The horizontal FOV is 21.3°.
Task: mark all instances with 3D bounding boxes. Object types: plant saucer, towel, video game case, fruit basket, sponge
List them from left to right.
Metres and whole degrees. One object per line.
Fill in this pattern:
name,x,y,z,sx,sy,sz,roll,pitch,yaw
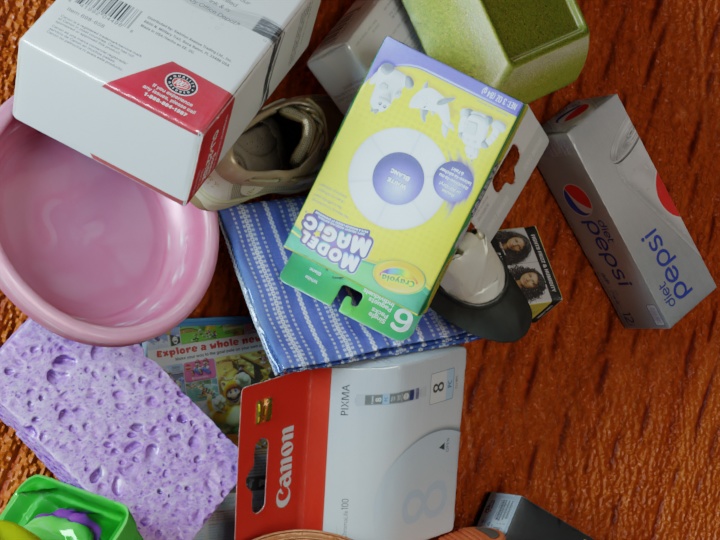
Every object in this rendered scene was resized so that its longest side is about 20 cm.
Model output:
fruit basket,-0.246,0.230,1.306,0.215,0.155,0.216,-8,102,-42
plant saucer,-0.198,-0.038,1.380,0.200,0.051,0.201,15,64,-33
sponge,-0.180,0.113,1.395,0.200,0.030,0.112,48,59,-11
video game case,-0.104,0.136,1.474,0.143,0.018,0.200,-2,90,-30
towel,0.000,0.000,1.473,0.200,0.024,0.145,-10,67,-31
plant saucer,0.107,-0.231,1.533,0.200,0.048,0.200,-29,95,-52

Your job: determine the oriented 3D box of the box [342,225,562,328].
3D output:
box,0.061,0.013,1.542,0.200,0.050,0.075,-6,67,-29

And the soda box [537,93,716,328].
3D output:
soda box,0.225,-0.049,1.644,0.068,0.063,0.200,-37,107,-26

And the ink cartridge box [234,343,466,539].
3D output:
ink cartridge box,-0.006,0.146,1.469,0.200,0.047,0.160,-14,116,-42

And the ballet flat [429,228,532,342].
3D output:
ballet flat,0.053,-0.018,1.455,0.200,0.068,0.068,37,65,1

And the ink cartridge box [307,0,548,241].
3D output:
ink cartridge box,0.059,-0.135,1.521,0.200,0.047,0.160,55,41,-19

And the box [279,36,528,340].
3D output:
box,0.027,-0.057,1.403,0.117,0.048,0.200,26,97,8

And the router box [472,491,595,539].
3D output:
router box,0.139,0.307,1.590,0.157,0.052,0.200,33,73,-26

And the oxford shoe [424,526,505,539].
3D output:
oxford shoe,0.032,0.267,1.521,0.200,0.071,0.073,-25,106,-15

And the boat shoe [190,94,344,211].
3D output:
boat shoe,-0.054,-0.097,1.454,0.200,0.065,0.072,-23,90,-50

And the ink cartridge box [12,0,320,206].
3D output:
ink cartridge box,-0.133,-0.163,1.362,0.144,0.084,0.200,28,51,7

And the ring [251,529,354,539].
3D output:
ring,-0.037,0.285,1.401,0.200,0.019,0.201,6,65,-13
